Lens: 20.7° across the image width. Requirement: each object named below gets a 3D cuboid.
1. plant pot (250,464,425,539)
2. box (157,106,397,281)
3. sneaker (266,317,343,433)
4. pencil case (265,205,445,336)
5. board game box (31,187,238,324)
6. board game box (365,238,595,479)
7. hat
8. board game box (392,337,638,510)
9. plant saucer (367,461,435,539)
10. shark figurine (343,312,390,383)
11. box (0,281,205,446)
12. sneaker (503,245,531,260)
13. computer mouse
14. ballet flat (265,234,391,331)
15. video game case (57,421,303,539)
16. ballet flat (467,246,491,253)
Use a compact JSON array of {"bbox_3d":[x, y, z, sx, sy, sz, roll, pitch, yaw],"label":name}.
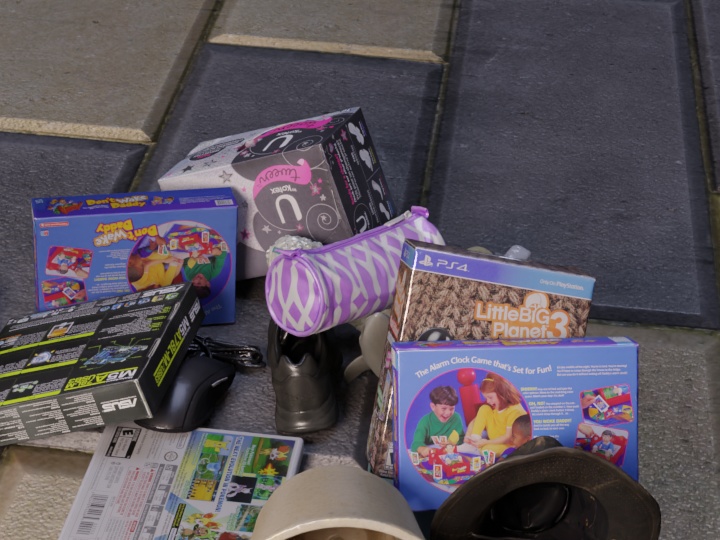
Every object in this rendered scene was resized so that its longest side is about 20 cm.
[{"bbox_3d":[-0.017,0.241,1.490,0.200,0.201,0.184,2,18,-3],"label":"plant pot"},{"bbox_3d":[-0.086,-0.075,2.037,0.200,0.132,0.115,-11,21,26],"label":"box"},{"bbox_3d":[-0.055,0.071,1.877,0.076,0.091,0.200,-9,28,-4],"label":"sneaker"},{"bbox_3d":[0.000,0.000,1.844,0.084,0.086,0.200,18,26,36],"label":"pencil case"},{"bbox_3d":[-0.225,-0.009,1.963,0.199,0.135,0.045,-4,29,-13],"label":"board game box"},{"bbox_3d":[0.101,0.086,1.703,0.159,0.201,0.097,9,5,-5],"label":"board game box"},{"bbox_3d":[0.143,0.187,1.558,0.200,0.201,0.081,2,43,-2],"label":"hat"},{"bbox_3d":[0.128,0.126,1.629,0.199,0.135,0.045,-1,5,-4],"label":"board game box"},{"bbox_3d":[0.037,0.211,1.706,0.070,0.019,0.200,5,29,2],"label":"plant saucer"},{"bbox_3d":[0.075,0.101,1.882,0.214,0.128,0.090,4,49,-36],"label":"shark figurine"},{"bbox_3d":[-0.260,0.087,1.813,0.200,0.048,0.193,-12,26,16],"label":"box"},{"bbox_3d":[0.150,0.083,1.808,0.115,0.200,0.075,20,-15,-5],"label":"sneaker"},{"bbox_3d":[-0.184,0.088,1.861,0.140,0.046,0.200,12,22,17],"label":"computer mouse"},{"bbox_3d":[0.001,0.022,1.944,0.200,0.072,0.072,21,25,-13],"label":"ballet flat"},{"bbox_3d":[-0.152,0.197,1.710,0.182,0.022,0.200,5,28,4],"label":"video game case"},{"bbox_3d":[0.126,0.024,2.020,0.066,0.057,0.200,5,28,0],"label":"ballet flat"}]
